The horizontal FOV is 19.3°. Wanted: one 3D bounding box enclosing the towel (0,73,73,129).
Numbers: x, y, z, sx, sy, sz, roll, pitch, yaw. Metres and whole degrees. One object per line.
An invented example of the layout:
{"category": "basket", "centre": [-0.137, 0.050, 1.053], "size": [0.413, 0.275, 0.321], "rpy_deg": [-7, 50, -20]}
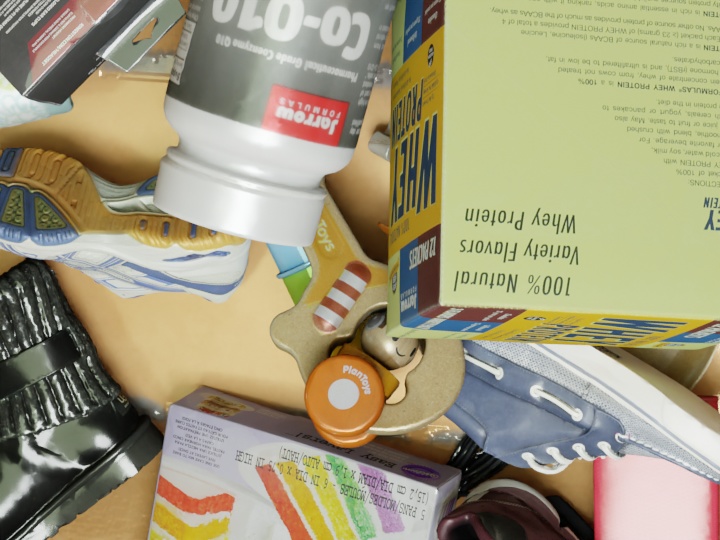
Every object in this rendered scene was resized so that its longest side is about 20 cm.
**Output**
{"category": "towel", "centre": [-0.276, -0.176, 1.300], "size": [0.170, 0.048, 0.201], "rpy_deg": [-13, 83, 1]}

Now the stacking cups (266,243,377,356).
{"category": "stacking cups", "centre": [-0.035, -0.026, 1.322], "size": [0.060, 0.061, 0.201], "rpy_deg": [-25, 92, 14]}

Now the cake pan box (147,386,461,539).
{"category": "cake pan box", "centre": [-0.041, 0.191, 1.347], "size": [0.199, 0.052, 0.185], "rpy_deg": [17, 107, 20]}

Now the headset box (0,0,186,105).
{"category": "headset box", "centre": [-0.186, -0.205, 1.229], "size": [0.149, 0.077, 0.200], "rpy_deg": [-44, 85, 7]}

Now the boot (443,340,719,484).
{"category": "boot", "centre": [0.136, 0.091, 1.267], "size": [0.200, 0.073, 0.091], "rpy_deg": [34, 101, 20]}

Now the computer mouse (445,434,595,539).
{"category": "computer mouse", "centre": [0.101, 0.206, 1.347], "size": [0.140, 0.046, 0.200], "rpy_deg": [-39, 93, 14]}

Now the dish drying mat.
{"category": "dish drying mat", "centre": [0.182, 0.177, 1.303], "size": [0.076, 0.018, 0.201], "rpy_deg": [0, 93, 10]}

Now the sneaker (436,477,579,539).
{"category": "sneaker", "centre": [0.120, 0.207, 1.251], "size": [0.200, 0.115, 0.076], "rpy_deg": [37, 107, 19]}

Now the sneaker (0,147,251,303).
{"category": "sneaker", "centre": [-0.167, -0.017, 1.324], "size": [0.199, 0.075, 0.088], "rpy_deg": [11, 143, 8]}

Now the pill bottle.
{"category": "pill bottle", "centre": [-0.046, -0.121, 1.193], "size": [0.113, 0.114, 0.201], "rpy_deg": [16, 98, 6]}

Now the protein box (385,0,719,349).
{"category": "protein box", "centre": [0.124, -0.065, 1.181], "size": [0.198, 0.135, 0.201], "rpy_deg": [3, 81, -11]}

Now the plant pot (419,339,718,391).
{"category": "plant pot", "centre": [0.128, 0.009, 1.311], "size": [0.199, 0.027, 0.201], "rpy_deg": [2, 101, 10]}

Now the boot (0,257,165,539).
{"category": "boot", "centre": [-0.247, 0.104, 1.366], "size": [0.211, 0.079, 0.158], "rpy_deg": [-37, 101, 4]}

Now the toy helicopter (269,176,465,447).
{"category": "toy helicopter", "centre": [0.000, 0.000, 1.261], "size": [0.132, 0.079, 0.201], "rpy_deg": [-27, 79, -3]}

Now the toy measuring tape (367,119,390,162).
{"category": "toy measuring tape", "centre": [0.017, -0.166, 1.268], "size": [0.073, 0.074, 0.201], "rpy_deg": [16, 104, 6]}
